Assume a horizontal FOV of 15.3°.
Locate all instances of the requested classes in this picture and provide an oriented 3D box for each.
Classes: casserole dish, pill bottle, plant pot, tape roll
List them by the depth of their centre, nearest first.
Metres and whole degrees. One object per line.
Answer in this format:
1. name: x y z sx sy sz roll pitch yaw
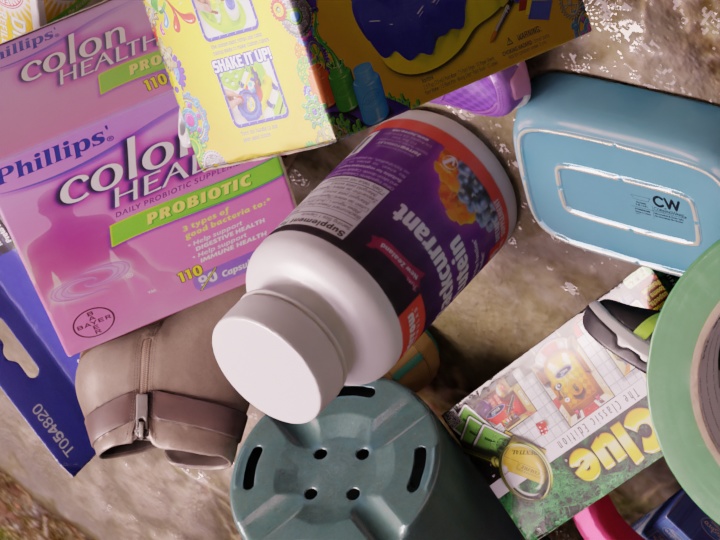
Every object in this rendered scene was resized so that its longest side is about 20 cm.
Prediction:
1. tape roll: 0.261 0.062 1.487 0.200 0.048 0.201 3 100 20
2. casserole dish: 0.166 -0.049 1.572 0.200 0.039 0.121 16 138 34
3. pill bottle: 0.000 0.000 1.651 0.111 0.200 0.112 28 144 23
4. plant pot: 0.013 0.182 1.795 0.200 0.200 0.196 18 155 33

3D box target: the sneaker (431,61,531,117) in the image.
1. sneaker: 0.008 -0.128 1.597 0.200 0.088 0.081 24 141 32

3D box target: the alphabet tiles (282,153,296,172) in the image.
1. alphabet tiles: -0.097 -0.147 1.768 0.167 0.008 0.200 40 147 6

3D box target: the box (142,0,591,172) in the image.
1. box: -0.010 -0.180 1.425 0.122 0.200 0.193 -9 104 50

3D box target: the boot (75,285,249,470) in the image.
1. boot: -0.092 0.061 1.796 0.199 0.147 0.070 -4 156 8

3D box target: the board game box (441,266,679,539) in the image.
1. board game box: 0.146 0.084 1.677 0.200 0.023 0.105 -40 84 38

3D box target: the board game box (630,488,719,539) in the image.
1. board game box: 0.241 0.257 1.820 0.200 0.043 0.199 44 147 1

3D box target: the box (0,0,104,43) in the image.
1. box: -0.203 -0.171 1.748 0.101 0.112 0.200 29 140 29

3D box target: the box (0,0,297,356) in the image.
1. box: -0.144 -0.067 1.695 0.200 0.176 0.097 73 173 -50

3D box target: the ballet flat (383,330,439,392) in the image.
1. ballet flat: -0.020 0.082 1.885 0.069 0.063 0.200 49 146 -8

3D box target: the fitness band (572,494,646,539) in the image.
1. fitness band: 0.222 0.158 1.693 0.200 0.037 0.144 37 123 12

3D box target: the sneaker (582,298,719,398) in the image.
1. sneaker: 0.232 0.042 1.571 0.200 0.083 0.072 21 178 17

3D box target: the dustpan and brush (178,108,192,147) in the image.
1. dustpan and brush: -0.074 -0.161 1.561 0.057 0.200 0.139 14 160 -30

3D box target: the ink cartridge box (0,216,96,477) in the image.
1. ink cartridge box: -0.183 0.006 1.850 0.041 0.200 0.200 -11 120 54
